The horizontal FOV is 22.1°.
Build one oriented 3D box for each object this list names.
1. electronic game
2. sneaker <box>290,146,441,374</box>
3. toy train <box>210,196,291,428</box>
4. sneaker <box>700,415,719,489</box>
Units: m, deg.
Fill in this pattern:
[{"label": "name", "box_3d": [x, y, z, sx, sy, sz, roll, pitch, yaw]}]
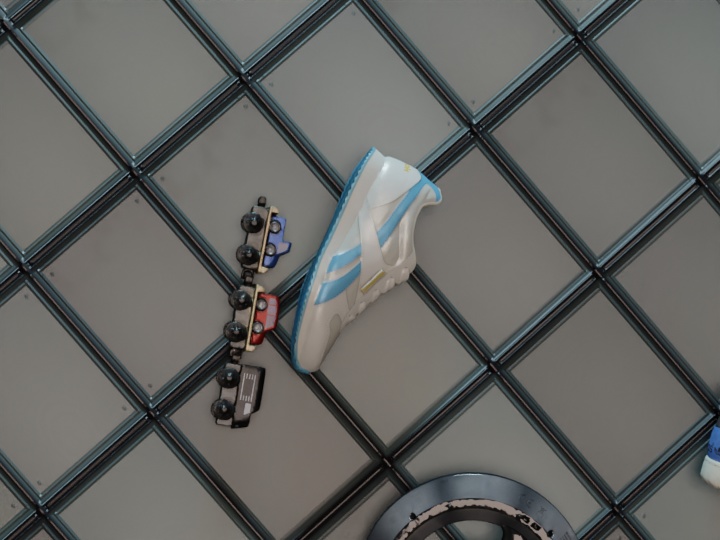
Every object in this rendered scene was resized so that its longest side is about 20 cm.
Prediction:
[{"label": "electronic game", "box_3d": [0.096, 0.273, 1.579, 0.199, 0.042, 0.201, 0, 92, 2]}, {"label": "sneaker", "box_3d": [0.000, 0.000, 1.569, 0.081, 0.077, 0.200, 25, 88, -6]}, {"label": "toy train", "box_3d": [-0.091, 0.037, 1.580, 0.046, 0.034, 0.201, 9, 88, -9]}, {"label": "sneaker", "box_3d": [0.405, 0.154, 1.601, 0.199, 0.077, 0.112, 14, 97, 2]}]
